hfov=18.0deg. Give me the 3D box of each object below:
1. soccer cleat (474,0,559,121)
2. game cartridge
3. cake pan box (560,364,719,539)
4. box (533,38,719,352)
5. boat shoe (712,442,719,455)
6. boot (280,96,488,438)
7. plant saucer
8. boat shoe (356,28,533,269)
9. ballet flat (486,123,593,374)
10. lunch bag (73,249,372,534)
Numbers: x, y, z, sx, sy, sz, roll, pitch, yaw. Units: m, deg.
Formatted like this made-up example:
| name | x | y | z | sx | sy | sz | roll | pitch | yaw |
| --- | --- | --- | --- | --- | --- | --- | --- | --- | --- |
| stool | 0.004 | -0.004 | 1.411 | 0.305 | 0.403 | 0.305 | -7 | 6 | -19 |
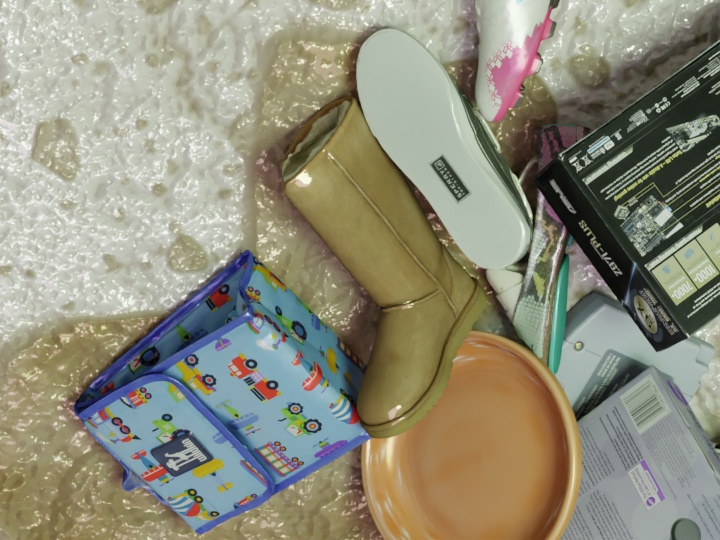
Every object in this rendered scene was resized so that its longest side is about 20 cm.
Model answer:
| name | x | y | z | sx | sy | sz | roll | pitch | yaw |
| --- | --- | --- | --- | --- | --- | --- | --- | --- | --- |
| soccer cleat | 0.110 | -0.211 | 1.673 | 0.086 | 0.070 | 0.200 | 21 | 106 | -3 |
| game cartridge | 0.183 | 0.120 | 1.842 | 0.133 | 0.042 | 0.200 | 25 | 107 | -15 |
| cake pan box | 0.200 | 0.196 | 1.748 | 0.184 | 0.200 | 0.052 | -39 | 137 | 13 |
| box | 0.258 | -0.065 | 1.681 | 0.200 | 0.086 | 0.164 | -36 | 88 | -13 |
| boat shoe | 0.291 | 0.165 | 1.853 | 0.199 | 0.072 | 0.068 | -6 | 111 | -25 |
| boot | 0.000 | 0.000 | 1.703 | 0.066 | 0.175 | 0.200 | -12 | 126 | 39 |
| plant saucer | 0.090 | 0.147 | 1.771 | 0.037 | 0.200 | 0.200 | 4 | 119 | -53 |
| boat shoe | 0.064 | -0.093 | 1.707 | 0.071 | 0.064 | 0.200 | -29 | 94 | 21 |
| ballet flat | 0.137 | -0.019 | 1.762 | 0.071 | 0.069 | 0.201 | 12 | 106 | 8 |
| lunch bag | -0.112 | 0.107 | 1.764 | 0.200 | 0.094 | 0.151 | -36 | 117 | 19 |
